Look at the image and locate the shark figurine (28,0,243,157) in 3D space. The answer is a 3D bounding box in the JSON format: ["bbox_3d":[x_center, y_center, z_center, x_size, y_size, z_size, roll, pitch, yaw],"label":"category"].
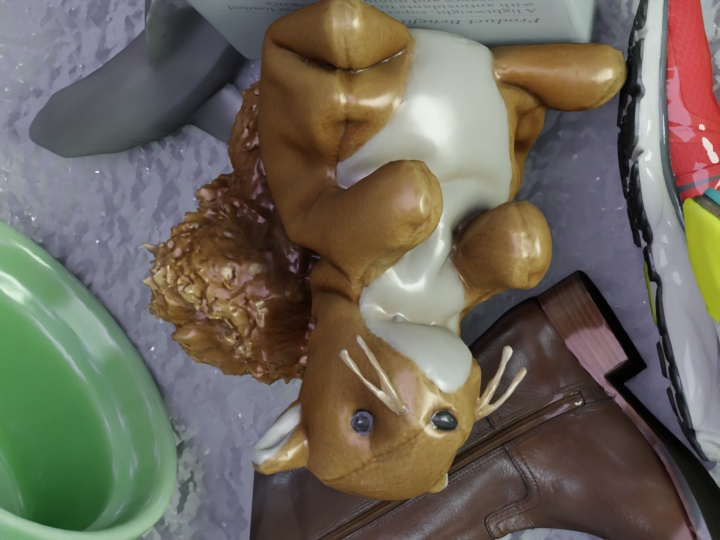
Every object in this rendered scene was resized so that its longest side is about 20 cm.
[{"bbox_3d":[-0.077,-0.138,0.882,0.127,0.089,0.216,25,98,20],"label":"shark figurine"}]

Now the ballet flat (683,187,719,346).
[{"bbox_3d":[0.187,0.053,0.735,0.199,0.067,0.067,37,97,-12],"label":"ballet flat"}]

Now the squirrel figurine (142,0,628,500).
[{"bbox_3d":[0.000,0.000,0.803,0.199,0.141,0.189,-5,81,54],"label":"squirrel figurine"}]

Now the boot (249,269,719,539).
[{"bbox_3d":[0.054,0.125,0.822,0.199,0.064,0.187,-34,62,14],"label":"boot"}]

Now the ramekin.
[{"bbox_3d":[-0.188,0.068,0.858,0.098,0.200,0.201,-43,73,22],"label":"ramekin"}]

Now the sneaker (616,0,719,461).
[{"bbox_3d":[0.156,-0.023,0.798,0.084,0.077,0.202,-11,87,2],"label":"sneaker"}]

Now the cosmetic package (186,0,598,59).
[{"bbox_3d":[0.011,-0.185,0.768,0.163,0.200,0.167,3,82,12],"label":"cosmetic package"}]
